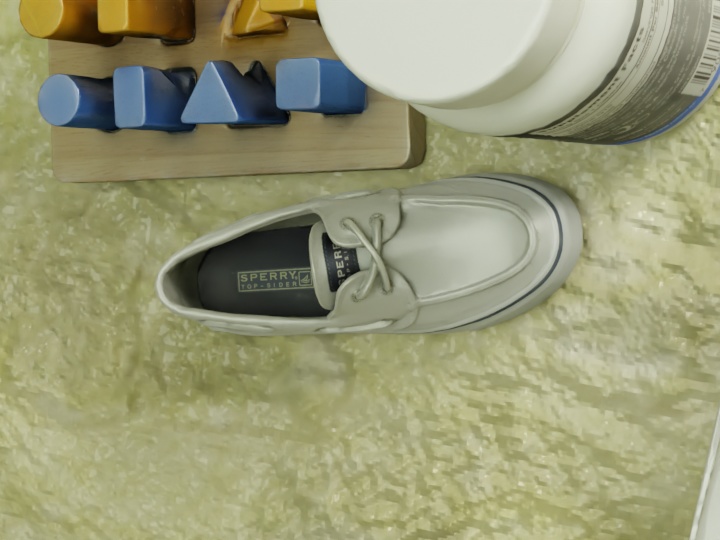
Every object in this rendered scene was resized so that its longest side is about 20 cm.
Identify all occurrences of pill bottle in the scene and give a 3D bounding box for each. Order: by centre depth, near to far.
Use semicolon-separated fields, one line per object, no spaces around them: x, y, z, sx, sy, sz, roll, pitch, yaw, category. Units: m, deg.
0.069;-0.108;0.780;0.114;0.200;0.114;1;91;27;pill bottle

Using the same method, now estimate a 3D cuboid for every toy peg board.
-0.083;-0.144;0.916;0.200;0.098;0.199;-1;91;28;toy peg board

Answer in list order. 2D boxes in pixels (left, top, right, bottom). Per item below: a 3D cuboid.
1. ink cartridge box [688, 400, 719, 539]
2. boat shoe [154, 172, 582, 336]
0.243;0.072;0.761;0.200;0.085;0.145;16;98;25;ink cartridge box
0.000;0.000;0.894;0.200;0.065;0.074;-14;85;27;boat shoe
